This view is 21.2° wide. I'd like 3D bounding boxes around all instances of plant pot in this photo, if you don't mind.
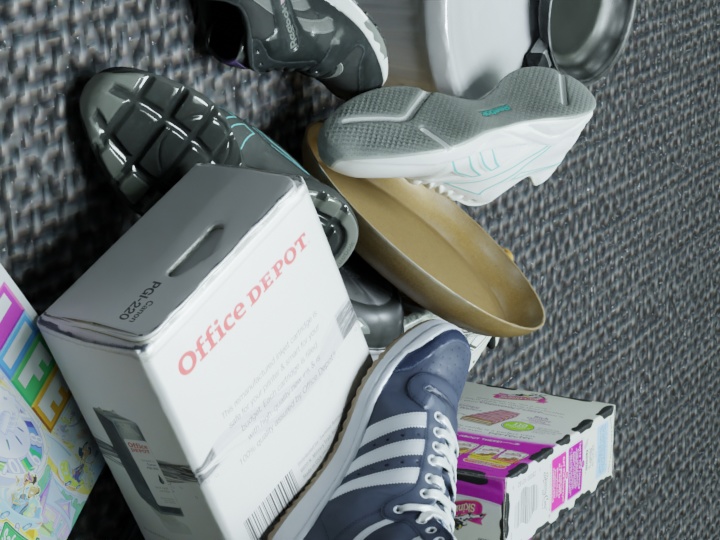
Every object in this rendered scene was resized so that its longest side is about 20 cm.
[{"bbox_3d":[0.036,-0.021,1.248,0.028,0.200,0.200,-51,156,16],"label":"plant pot"}]

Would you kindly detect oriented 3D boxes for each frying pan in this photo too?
[{"bbox_3d":[0.145,-0.154,1.355,0.115,0.031,0.191,37,75,-52],"label":"frying pan"},{"bbox_3d":[0.007,0.011,1.228,0.189,0.115,0.031,6,126,-44],"label":"frying pan"}]

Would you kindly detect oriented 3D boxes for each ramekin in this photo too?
[{"bbox_3d":[0.062,-0.194,1.327,0.202,0.094,0.204,-18,111,-59],"label":"ramekin"}]

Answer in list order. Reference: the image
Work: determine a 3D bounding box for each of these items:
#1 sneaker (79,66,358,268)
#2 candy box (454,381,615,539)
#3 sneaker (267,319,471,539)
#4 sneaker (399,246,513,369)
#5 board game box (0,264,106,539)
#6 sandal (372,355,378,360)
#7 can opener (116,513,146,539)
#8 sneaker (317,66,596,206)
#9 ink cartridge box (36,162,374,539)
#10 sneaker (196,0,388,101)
[{"bbox_3d":[-0.090,-0.058,1.106,0.076,0.079,0.200,-50,129,6],"label":"sneaker"},{"bbox_3d":[0.086,0.139,1.384,0.200,0.136,0.061,-22,116,-58],"label":"candy box"},{"bbox_3d":[0.035,0.118,1.031,0.200,0.108,0.070,-56,139,-26],"label":"sneaker"},{"bbox_3d":[0.056,0.044,1.378,0.200,0.075,0.088,-24,120,-55],"label":"sneaker"},{"bbox_3d":[-0.200,0.075,0.952,0.135,0.034,0.200,-66,146,-31],"label":"board game box"},{"bbox_3d":[-0.023,0.088,1.230,0.059,0.079,0.207,121,-18,-44],"label":"sandal"},{"bbox_3d":[-0.096,0.104,1.140,0.201,0.078,0.063,-63,-177,-29],"label":"can opener"},{"bbox_3d":[0.060,-0.074,1.231,0.199,0.071,0.081,-9,136,-30],"label":"sneaker"},{"bbox_3d":[-0.070,0.064,1.040,0.146,0.084,0.201,-48,134,-34],"label":"ink cartridge box"},{"bbox_3d":[-0.056,-0.149,1.162,0.088,0.075,0.200,-58,141,-15],"label":"sneaker"}]
